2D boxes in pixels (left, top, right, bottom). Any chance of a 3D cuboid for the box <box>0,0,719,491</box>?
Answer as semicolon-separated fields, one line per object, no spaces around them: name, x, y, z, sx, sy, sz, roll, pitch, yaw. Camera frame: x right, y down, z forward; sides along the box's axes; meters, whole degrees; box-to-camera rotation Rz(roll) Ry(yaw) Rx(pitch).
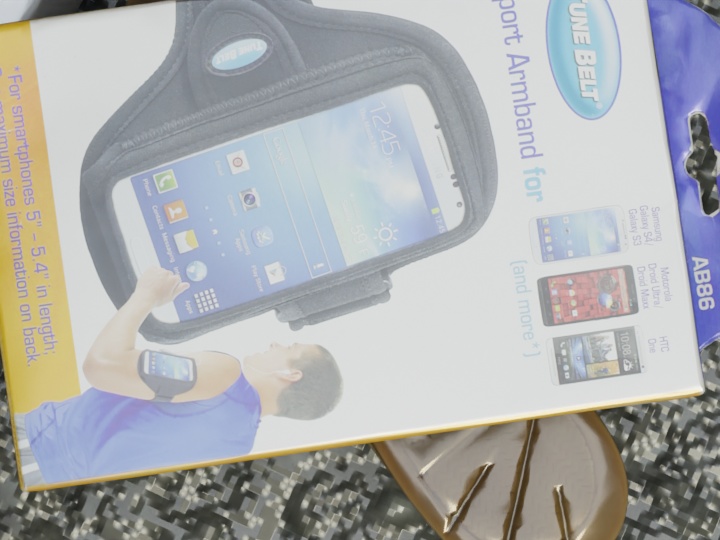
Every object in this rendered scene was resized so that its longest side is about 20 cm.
box;0.004;-0.016;0.717;0.199;0.041;0.120;-9;87;2

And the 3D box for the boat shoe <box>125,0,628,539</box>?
boat shoe;0.000;0.000;0.768;0.071;0.065;0.200;-32;87;-1

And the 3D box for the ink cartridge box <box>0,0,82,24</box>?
ink cartridge box;-0.130;-0.105;0.772;0.117;0.067;0.201;29;85;0
